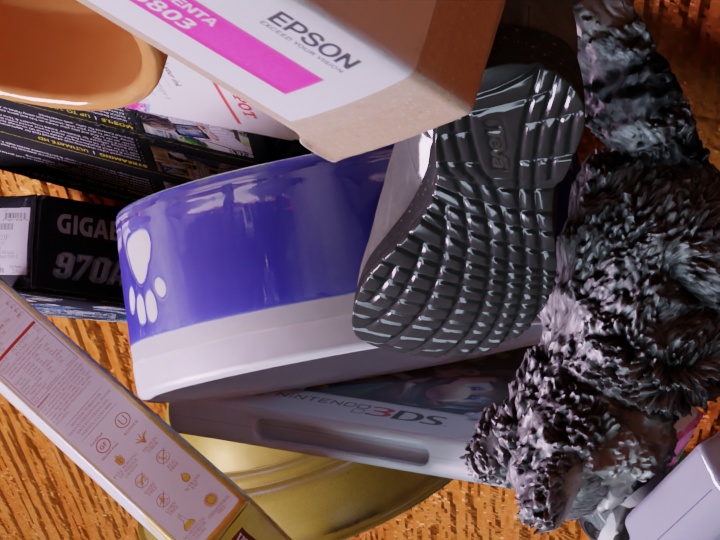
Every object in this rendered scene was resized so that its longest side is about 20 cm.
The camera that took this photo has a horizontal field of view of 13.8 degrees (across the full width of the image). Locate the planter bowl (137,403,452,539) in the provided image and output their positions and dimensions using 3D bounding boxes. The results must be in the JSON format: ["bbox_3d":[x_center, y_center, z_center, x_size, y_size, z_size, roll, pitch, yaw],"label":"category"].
[{"bbox_3d":[-0.035,0.064,1.519,0.200,0.200,0.084,-1,118,43],"label":"planter bowl"}]

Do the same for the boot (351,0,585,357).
[{"bbox_3d":[0.044,-0.066,1.077,0.067,0.131,0.200,8,145,-8],"label":"boot"}]

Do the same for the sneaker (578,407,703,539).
[{"bbox_3d":[0.108,0.076,1.419,0.086,0.081,0.200,28,-172,2],"label":"sneaker"}]

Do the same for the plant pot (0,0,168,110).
[{"bbox_3d":[-0.136,-0.160,0.987,0.199,0.141,0.200,19,164,6],"label":"plant pot"}]

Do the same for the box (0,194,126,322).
[{"bbox_3d":[-0.136,-0.002,1.454,0.158,0.046,0.199,0,174,44],"label":"box"}]

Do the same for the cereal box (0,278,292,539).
[{"bbox_3d":[-0.102,0.078,1.296,0.200,0.040,0.144,39,173,29],"label":"cereal box"}]

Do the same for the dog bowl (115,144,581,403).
[{"bbox_3d":[0.000,0.000,1.236,0.199,0.079,0.200,-9,175,-1],"label":"dog bowl"}]

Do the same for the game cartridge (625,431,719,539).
[{"bbox_3d":[0.200,0.053,1.122,0.041,0.199,0.133,59,159,17],"label":"game cartridge"}]

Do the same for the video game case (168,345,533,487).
[{"bbox_3d":[0.039,0.044,1.371,0.181,0.024,0.200,8,-159,28],"label":"video game case"}]

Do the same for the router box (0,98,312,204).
[{"bbox_3d":[-0.122,-0.081,1.327,0.199,0.051,0.149,15,162,10],"label":"router box"}]

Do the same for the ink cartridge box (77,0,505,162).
[{"bbox_3d":[-0.038,-0.153,0.894,0.199,0.166,0.075,30,154,-30],"label":"ink cartridge box"}]

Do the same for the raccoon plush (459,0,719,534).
[{"bbox_3d":[0.075,0.000,1.123,0.201,0.134,0.097,59,174,-9],"label":"raccoon plush"}]

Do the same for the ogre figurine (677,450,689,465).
[{"bbox_3d":[0.161,0.175,1.532,0.098,0.201,0.120,11,157,22],"label":"ogre figurine"}]

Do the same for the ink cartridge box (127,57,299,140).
[{"bbox_3d":[-0.082,-0.114,1.180,0.199,0.068,0.115,12,161,18],"label":"ink cartridge box"}]
